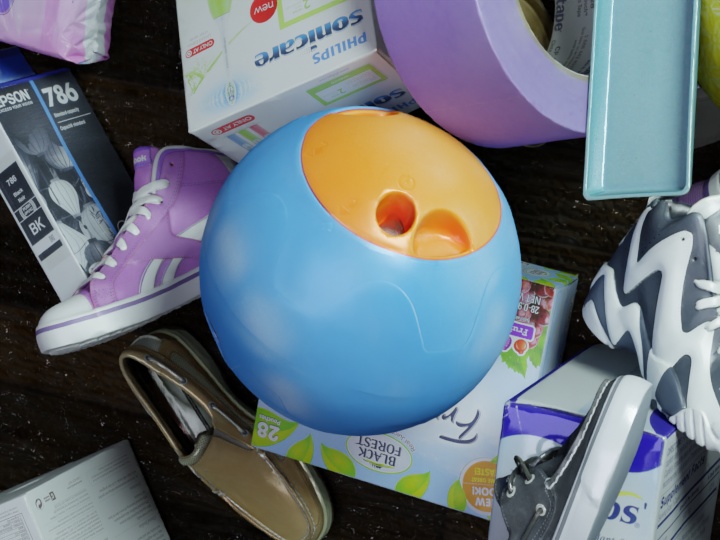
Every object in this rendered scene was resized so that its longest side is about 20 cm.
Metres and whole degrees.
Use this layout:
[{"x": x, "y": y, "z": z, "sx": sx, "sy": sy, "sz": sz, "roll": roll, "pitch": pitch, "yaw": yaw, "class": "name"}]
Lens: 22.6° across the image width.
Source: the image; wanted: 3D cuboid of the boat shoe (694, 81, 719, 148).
[{"x": 0.237, "y": -0.133, "z": 1.133, "sx": 0.199, "sy": 0.072, "sz": 0.063, "roll": -24, "pitch": 64, "yaw": 25, "class": "boat shoe"}]

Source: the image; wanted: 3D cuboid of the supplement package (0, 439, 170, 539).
[{"x": -0.227, "y": 0.261, "z": 1.348, "sx": 0.150, "sy": 0.152, "sz": 0.202, "roll": -23, "pitch": 90, "yaw": 25, "class": "supplement package"}]

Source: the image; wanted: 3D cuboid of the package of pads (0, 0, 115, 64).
[{"x": -0.267, "y": -0.233, "z": 1.316, "sx": 0.198, "sy": 0.076, "sz": 0.122, "roll": 17, "pitch": 103, "yaw": 19, "class": "package of pads"}]

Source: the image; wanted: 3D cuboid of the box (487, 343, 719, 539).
[{"x": 0.156, "y": 0.167, "z": 1.150, "sx": 0.104, "sy": 0.184, "sz": 0.202, "roll": 12, "pitch": 104, "yaw": 22, "class": "box"}]

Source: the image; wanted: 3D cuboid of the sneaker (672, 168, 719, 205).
[{"x": 0.252, "y": 0.039, "z": 1.155, "sx": 0.087, "sy": 0.075, "sz": 0.202, "roll": -31, "pitch": 81, "yaw": 35, "class": "sneaker"}]

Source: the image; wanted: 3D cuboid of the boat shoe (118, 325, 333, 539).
[{"x": -0.105, "y": 0.130, "z": 1.313, "sx": 0.200, "sy": 0.076, "sz": 0.072, "roll": 44, "pitch": 113, "yaw": 10, "class": "boat shoe"}]

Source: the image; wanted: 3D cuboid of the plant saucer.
[{"x": 0.168, "y": -0.140, "z": 1.042, "sx": 0.069, "sy": 0.019, "sz": 0.203, "roll": -2, "pitch": 79, "yaw": 38, "class": "plant saucer"}]

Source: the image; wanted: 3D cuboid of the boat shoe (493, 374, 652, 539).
[{"x": 0.104, "y": 0.141, "z": 1.033, "sx": 0.066, "sy": 0.070, "sz": 0.202, "roll": 26, "pitch": 115, "yaw": 15, "class": "boat shoe"}]

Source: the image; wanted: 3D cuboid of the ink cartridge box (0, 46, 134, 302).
[{"x": -0.225, "y": -0.080, "z": 1.311, "sx": 0.039, "sy": 0.099, "sz": 0.201, "roll": -33, "pitch": 86, "yaw": 36, "class": "ink cartridge box"}]

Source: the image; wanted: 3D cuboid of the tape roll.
[{"x": 0.105, "y": -0.178, "z": 1.089, "sx": 0.084, "sy": 0.199, "sz": 0.202, "roll": -3, "pitch": 99, "yaw": 47, "class": "tape roll"}]

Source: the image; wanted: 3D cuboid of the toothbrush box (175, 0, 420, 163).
[{"x": -0.041, "y": -0.187, "z": 1.177, "sx": 0.144, "sy": 0.086, "sz": 0.202, "roll": -20, "pitch": 64, "yaw": 26, "class": "toothbrush box"}]

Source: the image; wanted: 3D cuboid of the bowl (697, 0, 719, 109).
[{"x": 0.267, "y": -0.182, "z": 1.031, "sx": 0.198, "sy": 0.108, "sz": 0.202, "roll": -10, "pitch": 65, "yaw": 22, "class": "bowl"}]

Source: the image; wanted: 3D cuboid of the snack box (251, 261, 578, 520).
[{"x": 0.036, "y": 0.064, "z": 1.244, "sx": 0.198, "sy": 0.068, "sz": 0.171, "roll": 16, "pitch": 103, "yaw": 21, "class": "snack box"}]

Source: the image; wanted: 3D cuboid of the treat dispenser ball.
[{"x": 0.000, "y": 0.000, "z": 1.107, "sx": 0.199, "sy": 0.201, "sz": 0.203, "roll": 4, "pitch": 102, "yaw": 22, "class": "treat dispenser ball"}]

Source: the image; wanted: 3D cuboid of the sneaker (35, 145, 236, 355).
[{"x": -0.157, "y": -0.021, "z": 1.253, "sx": 0.072, "sy": 0.200, "sz": 0.115, "roll": -22, "pitch": 95, "yaw": 54, "class": "sneaker"}]

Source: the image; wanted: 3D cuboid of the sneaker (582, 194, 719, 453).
[{"x": 0.219, "y": 0.020, "z": 1.064, "sx": 0.199, "sy": 0.079, "sz": 0.131, "roll": 53, "pitch": 133, "yaw": 49, "class": "sneaker"}]

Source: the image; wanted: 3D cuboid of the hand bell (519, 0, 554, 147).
[{"x": 0.029, "y": -0.123, "z": 1.218, "sx": 0.198, "sy": 0.104, "sz": 0.105, "roll": -7, "pitch": 97, "yaw": 37, "class": "hand bell"}]
